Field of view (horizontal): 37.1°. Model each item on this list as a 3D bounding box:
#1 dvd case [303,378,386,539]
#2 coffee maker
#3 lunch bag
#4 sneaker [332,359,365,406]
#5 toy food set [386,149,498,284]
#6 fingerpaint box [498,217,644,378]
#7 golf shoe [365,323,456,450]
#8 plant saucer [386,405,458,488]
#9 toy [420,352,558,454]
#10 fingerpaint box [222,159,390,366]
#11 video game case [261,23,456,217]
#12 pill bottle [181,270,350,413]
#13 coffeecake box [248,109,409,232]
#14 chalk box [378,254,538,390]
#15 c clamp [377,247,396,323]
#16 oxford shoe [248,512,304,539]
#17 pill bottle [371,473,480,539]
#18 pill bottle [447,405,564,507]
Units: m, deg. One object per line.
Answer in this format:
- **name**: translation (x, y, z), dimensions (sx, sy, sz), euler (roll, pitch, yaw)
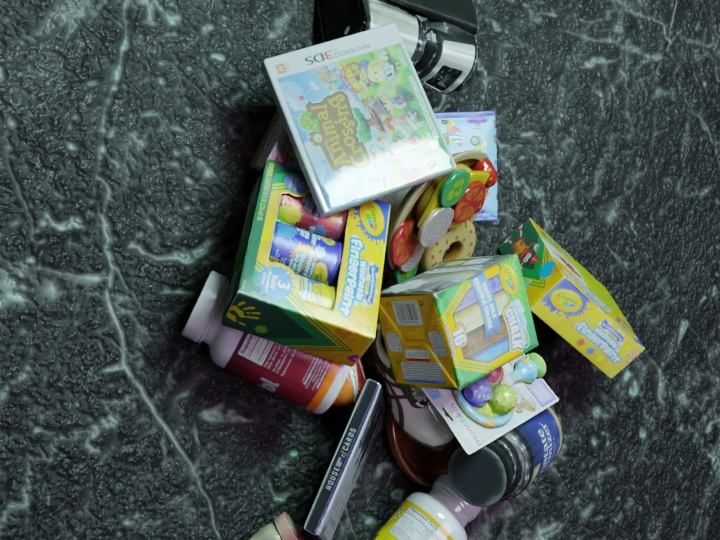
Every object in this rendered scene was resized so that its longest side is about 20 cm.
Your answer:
- **dvd case**: translation (-0.017, 0.252, 1.385), dimensions (0.024, 0.151, 0.202), euler (22, 73, 11)
- **coffee maker**: translation (0.053, -0.347, 1.432), dimensions (0.198, 0.134, 0.196), euler (7, 85, -35)
- **lunch bag**: translation (0.086, -0.141, 1.491), dimensions (0.197, 0.094, 0.153), euler (-4, 95, -26)
- **sneaker**: translation (-0.041, 0.077, 1.402), dimensions (0.073, 0.076, 0.204), euler (43, 40, -73)
- **toy food set**: translation (0.107, -0.066, 1.395), dimensions (0.197, 0.049, 0.202), euler (-7, 132, -53)
- **fingerpaint box**: translation (0.310, 0.041, 1.590), dimensions (0.073, 0.168, 0.199), euler (-43, 121, 16)
- **golf shoe**: translation (0.063, 0.149, 1.423), dimensions (0.077, 0.088, 0.201), euler (-32, 82, -12)
- **plant saucer**: translation (0.115, 0.208, 1.533), dimensions (0.198, 0.032, 0.204), euler (1, 89, -37)
- **toy**: translation (0.179, 0.150, 1.413), dimensions (0.198, 0.047, 0.116), euler (-18, 64, -45)
- **fingerpaint box**: translation (-0.059, -0.011, 1.260), dimensions (0.165, 0.074, 0.202), euler (20, 51, -14)
- **video game case**: translation (-0.001, -0.183, 1.281), dimensions (0.180, 0.022, 0.203), euler (-19, 80, -19)
- **pill bottle**: translation (-0.110, 0.083, 1.302), dimensions (0.198, 0.113, 0.114), euler (27, 73, -7)
- **coffeecake box**: translation (-0.019, -0.153, 1.382), dimensions (0.198, 0.073, 0.155), euler (29, 86, -22)
- **chalk box**: translation (0.136, 0.057, 1.360), dimensions (0.198, 0.124, 0.126), euler (-21, 101, -37)
- **c clamp**: translation (0.000, 0.000, 1.401), dimensions (0.200, 0.027, 0.170), euler (49, 30, 6)
- **oxford shoe**: translation (-0.084, 0.407, 1.384), dimensions (0.073, 0.071, 0.202), euler (-27, 107, -6)
- **pill bottle**: translation (0.074, 0.374, 1.448), dimensions (0.200, 0.104, 0.105), euler (-45, 114, -19)
- **pill bottle**: translation (0.197, 0.247, 1.466), dimensions (0.199, 0.110, 0.114), euler (-21, 103, -59)
